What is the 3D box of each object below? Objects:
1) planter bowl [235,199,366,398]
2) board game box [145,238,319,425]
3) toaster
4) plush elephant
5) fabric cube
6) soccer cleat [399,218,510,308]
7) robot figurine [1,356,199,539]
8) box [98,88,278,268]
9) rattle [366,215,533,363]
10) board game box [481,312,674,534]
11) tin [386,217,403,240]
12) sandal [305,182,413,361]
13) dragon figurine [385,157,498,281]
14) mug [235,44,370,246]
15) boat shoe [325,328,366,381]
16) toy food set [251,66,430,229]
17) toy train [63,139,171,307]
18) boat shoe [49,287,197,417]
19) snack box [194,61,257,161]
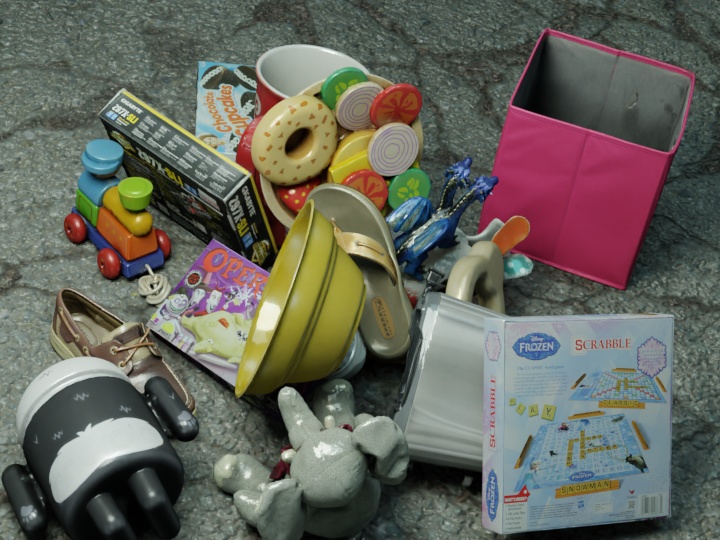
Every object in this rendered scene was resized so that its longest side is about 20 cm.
[{"bbox_3d":[-0.047,0.041,1.442,0.083,0.201,0.201,21,38,-9],"label":"planter bowl"},{"bbox_3d":[-0.116,0.060,1.549,0.199,0.032,0.120,30,71,31],"label":"board game box"},{"bbox_3d":[0.102,0.108,1.493,0.128,0.114,0.202,16,83,-4],"label":"toaster"},{"bbox_3d":[-0.038,0.177,1.374,0.164,0.156,0.201,-28,58,-15],"label":"plush elephant"},{"bbox_3d":[0.270,-0.135,1.799,0.198,0.201,0.197,18,39,9],"label":"fabric cube"},{"bbox_3d":[0.083,-0.009,1.687,0.198,0.086,0.069,-10,30,-26],"label":"soccer cleat"},{"bbox_3d":[-0.237,0.171,1.378,0.149,0.126,0.200,1,37,-40],"label":"robot figurine"},{"bbox_3d":[-0.190,-0.095,1.673,0.199,0.160,0.049,34,68,26],"label":"box"},{"bbox_3d":[0.099,0.025,1.654,0.142,0.130,0.201,-17,41,36],"label":"rattle"},{"bbox_3d":[0.211,0.143,1.449,0.198,0.202,0.041,0,3,-26],"label":"board game box"},{"bbox_3d":[0.025,-0.065,1.788,0.110,0.042,0.201,-1,41,-8],"label":"tin"},{"bbox_3d":[0.000,0.000,1.561,0.054,0.080,0.202,-6,72,-68],"label":"sandal"},{"bbox_3d":[0.063,-0.040,1.611,0.199,0.100,0.059,-39,70,-16],"label":"dragon figurine"},{"bbox_3d":[-0.085,-0.133,1.707,0.176,0.202,0.134,-11,42,-28],"label":"mug"},{"bbox_3d":[-0.044,0.030,1.616,0.074,0.065,0.203,-28,44,18],"label":"boat shoe"},{"bbox_3d":[-0.015,-0.122,1.616,0.196,0.201,0.049,-27,35,-11],"label":"toy food set"},{"bbox_3d":[-0.243,-0.048,1.640,0.084,0.117,0.200,-23,50,-34],"label":"toy train"},{"bbox_3d":[-0.241,0.085,1.516,0.072,0.073,0.199,-27,53,-37],"label":"boat shoe"},{"bbox_3d":[-0.151,-0.191,1.894,0.115,0.037,0.201,4,40,-8],"label":"snack box"}]
